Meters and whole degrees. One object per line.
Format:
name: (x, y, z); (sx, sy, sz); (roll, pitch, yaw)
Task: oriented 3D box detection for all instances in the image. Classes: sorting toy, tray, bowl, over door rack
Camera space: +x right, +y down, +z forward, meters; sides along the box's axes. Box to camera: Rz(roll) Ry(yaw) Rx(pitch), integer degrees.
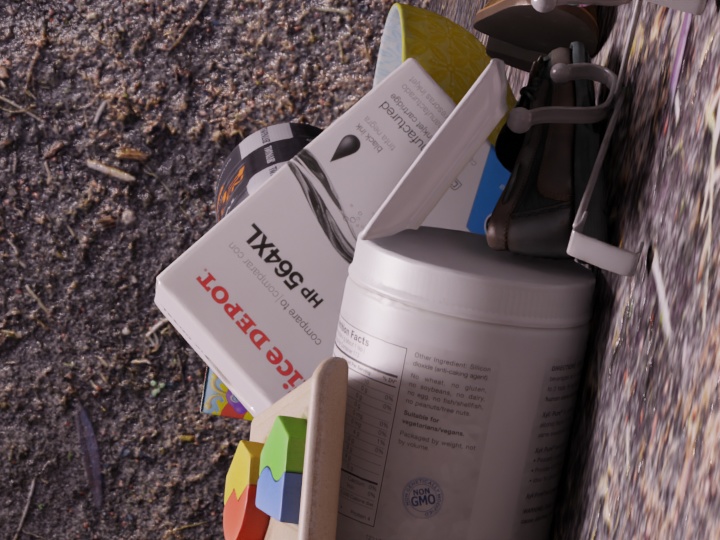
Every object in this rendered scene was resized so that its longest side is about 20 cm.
sorting toy: (-0.047, 0.151, 1.174); (0.200, 0.036, 0.186); (131, 145, -71)
tray: (0.046, -0.060, 1.172); (0.107, 0.022, 0.200); (-52, -1, 7)
bowl: (0.064, -0.077, 1.559); (0.200, 0.107, 0.201); (-173, 90, -84)
over door rack: (0.114, -0.114, 1.092); (0.200, 0.066, 0.148); (-84, 4, -59)

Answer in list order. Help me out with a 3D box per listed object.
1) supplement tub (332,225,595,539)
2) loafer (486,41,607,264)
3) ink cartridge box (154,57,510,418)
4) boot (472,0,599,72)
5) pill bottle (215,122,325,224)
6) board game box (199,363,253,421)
supplement tub: (0.043, 0.087, 1.198); (0.132, 0.132, 0.200); (-93, 14, -79)
loafer: (0.097, -0.068, 1.229); (0.200, 0.063, 0.072); (-86, -9, -61)
ink cartridge box: (0.000, 0.000, 1.329); (0.200, 0.146, 0.084); (-42, -3, -10)
boot: (0.113, -0.167, 1.390); (0.200, 0.073, 0.076); (147, 143, -90)
pill bottle: (-0.039, -0.026, 1.476); (0.200, 0.106, 0.106); (-109, 29, -75)
board game box: (-0.005, 0.059, 1.617); (0.105, 0.200, 0.103); (-94, 14, -81)
